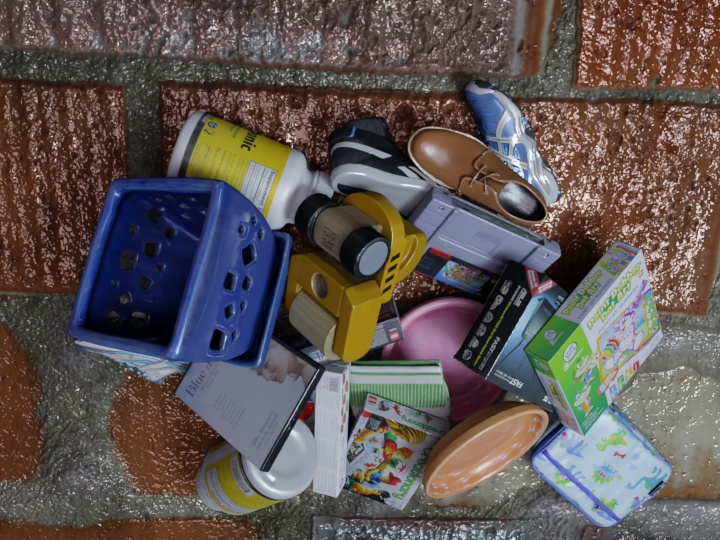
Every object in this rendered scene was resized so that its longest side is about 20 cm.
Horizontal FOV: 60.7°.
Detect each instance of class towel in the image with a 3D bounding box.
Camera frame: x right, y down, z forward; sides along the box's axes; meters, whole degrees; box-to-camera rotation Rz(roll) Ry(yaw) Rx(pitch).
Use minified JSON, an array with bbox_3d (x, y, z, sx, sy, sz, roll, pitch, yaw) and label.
[{"bbox_3d":[0.062,0.207,0.892,0.151,0.023,0.201,-3,125,17],"label":"towel"}]

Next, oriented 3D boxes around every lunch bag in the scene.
[{"bbox_3d":[0.362,0.290,0.953,0.161,0.083,0.200,-43,103,13],"label":"lunch bag"}]

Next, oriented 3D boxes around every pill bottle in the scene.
[{"bbox_3d":[-0.136,-0.118,0.794,0.198,0.111,0.112,21,105,-9],"label":"pill bottle"},{"bbox_3d":[-0.156,0.280,0.870,0.111,0.112,0.200,42,135,-13],"label":"pill bottle"}]

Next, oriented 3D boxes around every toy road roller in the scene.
[{"bbox_3d":[0.000,0.000,0.772,0.145,0.123,0.202,-14,129,-41],"label":"toy road roller"}]

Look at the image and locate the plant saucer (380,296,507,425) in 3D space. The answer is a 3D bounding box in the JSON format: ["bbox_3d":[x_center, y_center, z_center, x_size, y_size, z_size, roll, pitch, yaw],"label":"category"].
[{"bbox_3d":[0.127,0.130,0.910,0.198,0.051,0.203,-1,107,-3],"label":"plant saucer"}]

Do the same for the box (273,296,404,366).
[{"bbox_3d":[-0.041,0.090,0.859,0.198,0.110,0.035,-19,109,3],"label":"box"}]

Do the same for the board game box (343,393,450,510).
[{"bbox_3d":[0.038,0.273,0.911,0.125,0.035,0.201,20,129,-1],"label":"board game box"}]

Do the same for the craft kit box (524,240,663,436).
[{"bbox_3d":[0.326,0.097,0.839,0.200,0.048,0.198,-47,127,-12],"label":"craft kit box"}]

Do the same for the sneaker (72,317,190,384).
[{"bbox_3d":[-0.308,0.122,0.877,0.198,0.078,0.087,5,110,-4],"label":"sneaker"}]

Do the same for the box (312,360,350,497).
[{"bbox_3d":[-0.041,0.222,0.865,0.041,0.039,0.202,8,110,16],"label":"box"}]

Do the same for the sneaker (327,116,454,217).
[{"bbox_3d":[0.049,-0.143,0.815,0.199,0.113,0.073,14,152,-34],"label":"sneaker"}]

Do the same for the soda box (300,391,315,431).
[{"bbox_3d":[-0.121,0.178,0.907,0.198,0.064,0.069,17,107,-7],"label":"soda box"}]

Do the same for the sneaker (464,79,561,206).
[{"bbox_3d":[0.190,-0.157,0.813,0.077,0.076,0.201,-33,104,3],"label":"sneaker"}]

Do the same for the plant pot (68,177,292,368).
[{"bbox_3d":[-0.202,0.012,0.752,0.198,0.179,0.202,6,78,33],"label":"plant pot"}]

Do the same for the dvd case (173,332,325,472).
[{"bbox_3d":[-0.149,0.143,0.796,0.018,0.199,0.144,36,82,-52],"label":"dvd case"}]

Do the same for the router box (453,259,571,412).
[{"bbox_3d":[0.234,0.094,0.836,0.199,0.062,0.151,29,92,-42],"label":"router box"}]

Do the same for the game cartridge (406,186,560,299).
[{"bbox_3d":[0.151,-0.026,0.833,0.198,0.039,0.130,21,133,-16],"label":"game cartridge"}]

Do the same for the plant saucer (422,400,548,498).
[{"bbox_3d":[0.169,0.245,0.859,0.199,0.038,0.201,-21,142,-17],"label":"plant saucer"}]

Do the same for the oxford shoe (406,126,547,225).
[{"bbox_3d":[0.149,-0.119,0.760,0.199,0.071,0.072,27,103,-6],"label":"oxford shoe"}]
